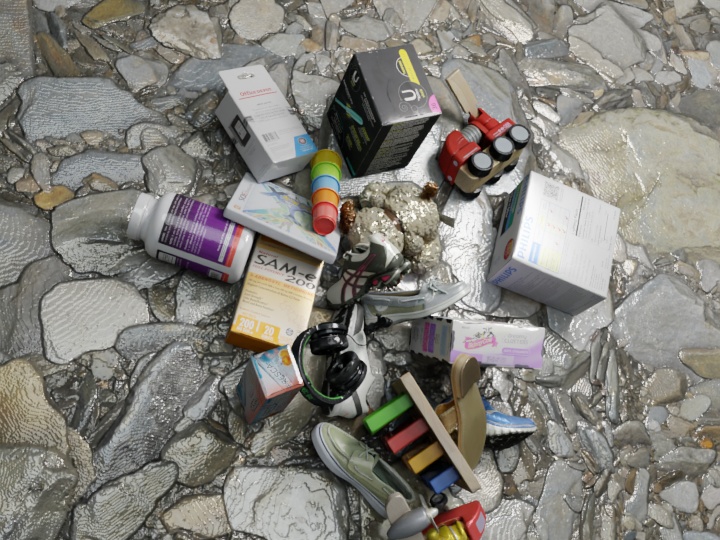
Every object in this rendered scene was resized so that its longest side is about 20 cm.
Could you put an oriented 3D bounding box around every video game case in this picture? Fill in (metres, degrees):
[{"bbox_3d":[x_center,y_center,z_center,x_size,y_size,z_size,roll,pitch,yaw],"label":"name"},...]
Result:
[{"bbox_3d":[-0.127,-0.095,1.357,0.198,0.022,0.183,24,25,-8],"label":"video game case"}]

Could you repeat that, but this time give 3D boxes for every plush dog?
[{"bbox_3d":[0.054,-0.074,1.387,0.171,0.161,0.201,-37,84,-29],"label":"plush dog"}]

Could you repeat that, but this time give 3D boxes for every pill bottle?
[{"bbox_3d":[-0.281,-0.060,1.304,0.197,0.113,0.114,20,65,-10],"label":"pill bottle"}]

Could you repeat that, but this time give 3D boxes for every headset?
[{"bbox_3d":[-0.027,0.130,1.236,0.199,0.093,0.125,-34,98,-51],"label":"headset"}]

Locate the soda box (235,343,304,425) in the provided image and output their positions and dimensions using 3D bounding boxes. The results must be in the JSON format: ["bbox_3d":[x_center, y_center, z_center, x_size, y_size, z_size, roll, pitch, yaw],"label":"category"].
[{"bbox_3d":[-0.144,0.179,1.205,0.063,0.200,0.069,-17,74,-22],"label":"soda box"}]

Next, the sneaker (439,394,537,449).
[{"bbox_3d":[0.222,0.255,1.357,0.197,0.079,0.090,12,51,-28],"label":"sneaker"}]

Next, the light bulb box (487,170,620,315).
[{"bbox_3d":[0.370,-0.049,1.500,0.197,0.125,0.201,21,65,-8],"label":"light bulb box"}]

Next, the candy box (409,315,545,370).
[{"bbox_3d":[0.193,0.120,1.330,0.165,0.200,0.073,6,88,-15],"label":"candy box"}]

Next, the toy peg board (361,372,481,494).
[{"bbox_3d":[0.084,0.280,1.254,0.097,0.200,0.201,-32,82,-7],"label":"toy peg board"}]

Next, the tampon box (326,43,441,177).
[{"bbox_3d":[0.040,-0.291,1.448,0.125,0.200,0.152,-15,75,-22],"label":"tampon box"}]

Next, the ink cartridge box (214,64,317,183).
[{"bbox_3d":[-0.182,-0.270,1.428,0.115,0.067,0.201,-23,77,-43],"label":"ink cartridge box"}]

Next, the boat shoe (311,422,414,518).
[{"bbox_3d":[0.007,0.314,1.267,0.200,0.062,0.072,44,30,-4],"label":"boat shoe"}]

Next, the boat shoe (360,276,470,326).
[{"bbox_3d":[0.091,0.048,1.346,0.074,0.200,0.066,-25,98,-62],"label":"boat shoe"}]

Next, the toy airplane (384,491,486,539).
[{"bbox_3d":[0.104,0.449,1.207,0.198,0.141,0.202,17,89,-30],"label":"toy airplane"}]

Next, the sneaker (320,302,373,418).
[{"bbox_3d":[-0.016,0.156,1.338,0.079,0.073,0.203,18,69,-26],"label":"sneaker"}]

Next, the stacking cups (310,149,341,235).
[{"bbox_3d":[-0.058,-0.139,1.385,0.060,0.061,0.201,11,37,-13],"label":"stacking cups"}]

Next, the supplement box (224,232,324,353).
[{"bbox_3d":[-0.142,0.039,1.331,0.124,0.074,0.203,18,65,-11],"label":"supplement box"}]

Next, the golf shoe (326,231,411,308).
[{"bbox_3d":[0.000,0.000,1.323,0.089,0.199,0.077,54,46,-7],"label":"golf shoe"}]

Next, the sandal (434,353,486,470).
[{"bbox_3d":[0.152,0.218,1.248,0.069,0.215,0.077,16,36,37],"label":"sandal"}]

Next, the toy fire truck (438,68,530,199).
[{"bbox_3d":[0.217,-0.277,1.553,0.175,0.129,0.200,-36,71,-25],"label":"toy fire truck"}]
